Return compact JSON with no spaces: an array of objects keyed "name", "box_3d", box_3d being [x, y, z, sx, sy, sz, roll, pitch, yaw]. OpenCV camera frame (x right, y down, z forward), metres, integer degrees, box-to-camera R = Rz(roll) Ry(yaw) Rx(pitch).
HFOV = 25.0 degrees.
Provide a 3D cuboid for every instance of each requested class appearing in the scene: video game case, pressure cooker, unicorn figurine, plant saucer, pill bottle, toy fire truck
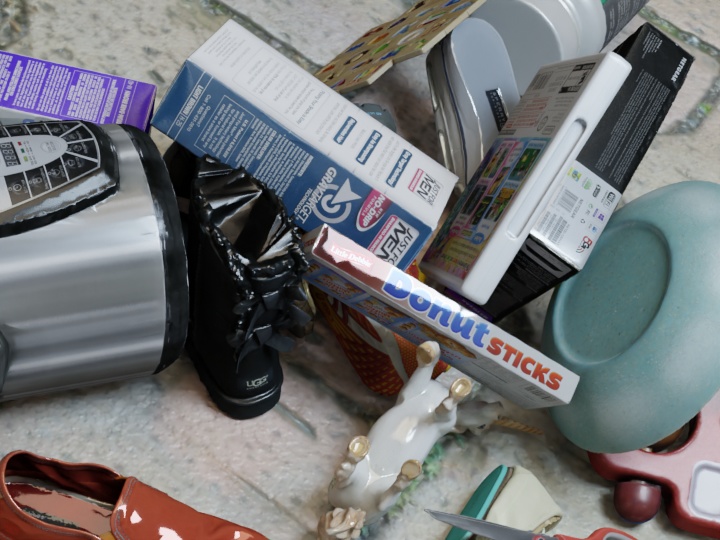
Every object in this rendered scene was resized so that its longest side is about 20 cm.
[{"name":"video game case","box_3d":[0.108,-0.066,1.129,0.024,0.200,0.183,32,91,-8]},{"name":"pressure cooker","box_3d":[-0.225,-0.001,1.051,0.199,0.176,0.180,-9,85,-21]},{"name":"unicorn figurine","box_3d":[0.037,0.109,1.070,0.199,0.138,0.074,-33,72,-20]},{"name":"plant saucer","box_3d":[0.181,0.022,1.087,0.039,0.201,0.202,29,39,-30]},{"name":"pill bottle","box_3d":[0.181,-0.241,1.421,0.113,0.113,0.200,32,48,14]},{"name":"toy fire truck","box_3d":[0.243,0.104,1.139,0.199,0.112,0.169,14,65,-1]}]

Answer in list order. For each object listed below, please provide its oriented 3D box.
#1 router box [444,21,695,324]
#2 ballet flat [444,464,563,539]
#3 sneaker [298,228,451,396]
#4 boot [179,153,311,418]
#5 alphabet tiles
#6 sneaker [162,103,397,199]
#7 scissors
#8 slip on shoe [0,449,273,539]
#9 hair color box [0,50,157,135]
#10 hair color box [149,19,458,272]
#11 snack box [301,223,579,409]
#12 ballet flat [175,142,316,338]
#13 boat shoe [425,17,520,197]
[{"name":"router box","box_3d":[0.150,-0.069,1.178,0.051,0.149,0.201,35,66,-8]},{"name":"ballet flat","box_3d":[0.068,0.200,1.028,0.069,0.070,0.200,33,48,15]},{"name":"sneaker","box_3d":[0.000,0.000,1.181,0.077,0.073,0.201,-20,73,-33]},{"name":"boot","box_3d":[-0.101,-0.011,1.099,0.073,0.163,0.199,-20,55,-22]},{"name":"alphabet tiles","box_3d":[0.029,-0.187,1.320,0.200,0.166,0.006,-44,110,-39]},{"name":"sneaker","box_3d":[-0.054,-0.079,1.238,0.199,0.073,0.082,-10,56,-20]},{"name":"scissors","box_3d":[0.122,0.174,1.042,0.199,0.014,0.073,33,52,-20]},{"name":"slip on shoe","box_3d":[-0.141,0.162,1.004,0.199,0.061,0.074,18,45,-1]},{"name":"hair color box","box_3d":[-0.254,-0.098,1.175,0.199,0.110,0.065,13,48,-3]},{"name":"hair color box","box_3d":[-0.036,-0.082,1.116,0.199,0.061,0.100,34,28,-3]},{"name":"snack box","box_3d":[0.046,0.034,1.069,0.199,0.072,0.024,31,76,-12]},{"name":"ballet flat","box_3d":[-0.078,-0.045,1.168,0.046,0.067,0.201,-26,80,-20]},{"name":"boat shoe","box_3d":[0.089,-0.091,1.291,0.074,0.086,0.203,-12,81,-30]}]
